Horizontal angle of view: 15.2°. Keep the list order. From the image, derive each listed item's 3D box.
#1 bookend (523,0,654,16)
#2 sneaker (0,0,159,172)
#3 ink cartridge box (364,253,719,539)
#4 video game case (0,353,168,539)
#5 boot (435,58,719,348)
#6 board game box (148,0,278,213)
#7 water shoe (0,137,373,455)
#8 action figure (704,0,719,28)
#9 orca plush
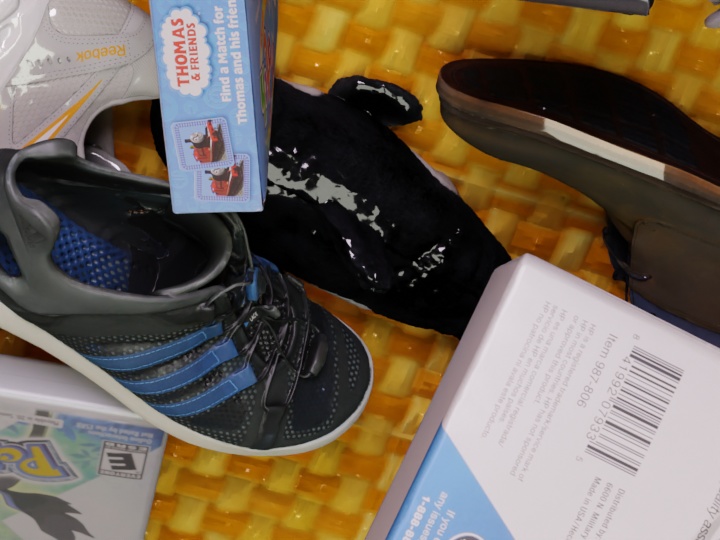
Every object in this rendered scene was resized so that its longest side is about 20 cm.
[{"bbox_3d":[0.065,-0.216,0.817,0.092,0.200,0.199,8,130,13],"label":"bookend"},{"bbox_3d":[-0.139,-0.027,1.020,0.092,0.076,0.200,28,118,-13],"label":"sneaker"},{"bbox_3d":[0.113,0.103,1.005,0.199,0.084,0.145,27,86,-3],"label":"ink cartridge box"},{"bbox_3d":[-0.183,0.085,1.078,0.199,0.022,0.183,9,144,-6],"label":"video game case"},{"bbox_3d":[0.110,-0.013,1.034,0.199,0.075,0.097,17,116,-13],"label":"boot"},{"bbox_3d":[-0.052,-0.143,0.908,0.036,0.151,0.201,-4,121,2],"label":"board game box"},{"bbox_3d":[-0.062,0.014,0.980,0.200,0.072,0.079,24,153,-33],"label":"water shoe"},{"bbox_3d":[0.180,-0.076,0.920,0.069,0.200,0.130,-34,113,31],"label":"action figure"},{"bbox_3d":[0.000,0.000,1.041,0.105,0.071,0.200,-31,117,17],"label":"orca plush"}]
